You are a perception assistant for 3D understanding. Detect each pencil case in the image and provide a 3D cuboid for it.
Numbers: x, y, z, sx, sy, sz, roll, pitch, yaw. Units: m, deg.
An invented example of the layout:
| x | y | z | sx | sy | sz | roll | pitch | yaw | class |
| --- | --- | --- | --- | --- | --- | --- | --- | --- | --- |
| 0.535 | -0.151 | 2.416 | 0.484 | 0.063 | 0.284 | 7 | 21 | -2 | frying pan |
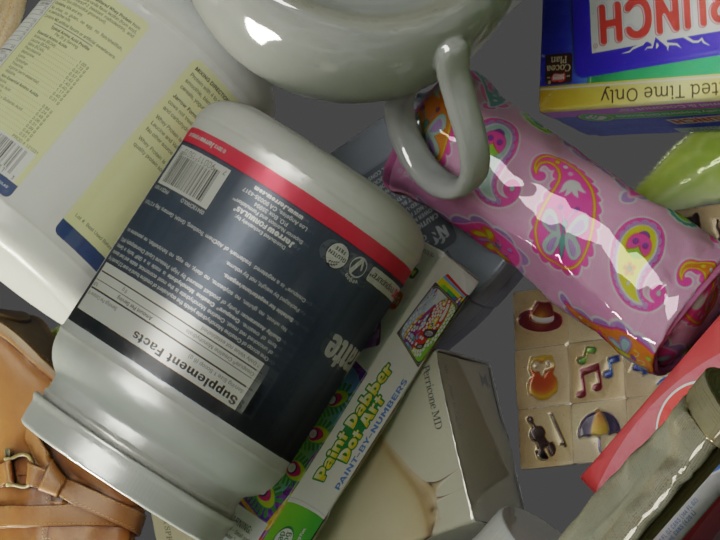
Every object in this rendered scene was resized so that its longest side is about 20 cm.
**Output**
| x | y | z | sx | sy | sz | roll | pitch | yaw | class |
| --- | --- | --- | --- | --- | --- | --- | --- | --- | --- |
| 0.108 | -0.029 | 1.586 | 0.200 | 0.087 | 0.088 | 37 | 100 | 20 | pencil case |

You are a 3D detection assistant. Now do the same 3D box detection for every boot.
| x | y | z | sx | sy | sz | roll | pitch | yaw | class |
| --- | --- | --- | --- | --- | --- | --- | --- | --- | --- |
| -0.208 | 0.102 | 1.773 | 0.199 | 0.074 | 0.156 | 6 | 89 | 33 | boot |

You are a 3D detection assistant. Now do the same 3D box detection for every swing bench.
| x | y | z | sx | sy | sz | roll | pitch | yaw | class |
| --- | --- | --- | --- | --- | --- | --- | --- | --- | --- |
| 0.172 | 0.175 | 1.457 | 0.200 | 0.130 | 0.199 | 37 | 103 | -15 | swing bench |

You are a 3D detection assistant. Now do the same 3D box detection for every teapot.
| x | y | z | sx | sy | sz | roll | pitch | yaw | class |
| --- | --- | --- | --- | --- | --- | --- | --- | --- | --- |
| -0.008 | -0.159 | 1.537 | 0.196 | 0.146 | 0.201 | 16 | 63 | -2 | teapot |

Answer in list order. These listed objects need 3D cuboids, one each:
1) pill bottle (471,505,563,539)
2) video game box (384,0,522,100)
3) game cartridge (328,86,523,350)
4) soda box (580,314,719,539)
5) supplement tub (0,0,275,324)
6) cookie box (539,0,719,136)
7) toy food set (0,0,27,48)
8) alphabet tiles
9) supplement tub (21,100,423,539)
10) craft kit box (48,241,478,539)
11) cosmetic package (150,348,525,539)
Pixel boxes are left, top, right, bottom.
| x | y | z | sx | sy | sz | roll | pitch | yaw | class |
| --- | --- | --- | --- | --- | --- | --- | --- | --- | --- |
| 0.048 | 0.230 | 1.583 | 0.110 | 0.109 | 0.200 | 46 | 104 | 27 | pill bottle |
| 0.036 | -0.222 | 1.612 | 0.200 | 0.047 | 0.183 | -39 | 72 | 33 | video game box |
| 0.000 | 0.000 | 1.693 | 0.199 | 0.040 | 0.134 | -33 | 64 | 21 | game cartridge |
| 0.209 | 0.060 | 1.541 | 0.070 | 0.063 | 0.200 | 46 | 105 | 27 | soda box |
| -0.137 | -0.082 | 1.630 | 0.145 | 0.145 | 0.200 | 32 | 77 | 29 | supplement tub |
| 0.187 | -0.180 | 1.593 | 0.170 | 0.075 | 0.202 | -2 | 81 | 30 | cookie box |
| -0.271 | -0.149 | 1.842 | 0.197 | 0.049 | 0.201 | -20 | 55 | 34 | toy food set |
| 0.174 | 0.050 | 1.603 | 0.199 | 0.008 | 0.169 | -8 | 78 | 28 | alphabet tiles |
| -0.072 | 0.027 | 1.541 | 0.140 | 0.140 | 0.201 | 31 | 86 | 29 | supplement tub |
| -0.061 | 0.043 | 1.645 | 0.199 | 0.048 | 0.198 | 29 | 82 | 40 | craft kit box |
| -0.016 | 0.125 | 1.659 | 0.199 | 0.073 | 0.104 | -23 | 70 | 25 | cosmetic package |
